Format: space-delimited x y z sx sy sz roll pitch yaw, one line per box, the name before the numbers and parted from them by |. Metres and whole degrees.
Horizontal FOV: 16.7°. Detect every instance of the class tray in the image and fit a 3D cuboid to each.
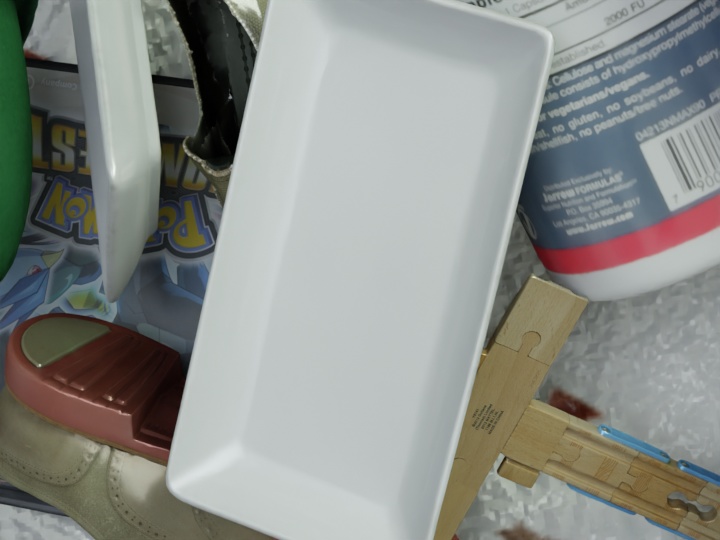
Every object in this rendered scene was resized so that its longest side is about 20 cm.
tray | -0.097 -0.100 0.939 0.022 0.108 0.201 -6 67 -8
tray | 0.000 0.000 0.851 0.107 0.022 0.201 19 104 22

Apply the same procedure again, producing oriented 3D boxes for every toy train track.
toy train track | 0.083 0.063 0.905 0.199 0.033 0.115 24 114 -11

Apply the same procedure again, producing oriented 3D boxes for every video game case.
video game case | -0.085 0.013 0.993 0.199 0.025 0.182 9 89 17

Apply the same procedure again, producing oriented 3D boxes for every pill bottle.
pill bottle | 0.080 -0.103 0.870 0.119 0.120 0.201 -24 104 13

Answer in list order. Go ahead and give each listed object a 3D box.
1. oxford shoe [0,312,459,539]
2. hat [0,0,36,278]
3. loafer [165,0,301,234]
oxford shoe | -0.051 0.090 0.941 0.199 0.070 0.075 29 122 14
hat | -0.142 -0.007 0.906 0.176 0.165 0.200 50 142 18
loafer | -0.034 -0.035 0.908 0.075 0.069 0.201 -8 98 47
